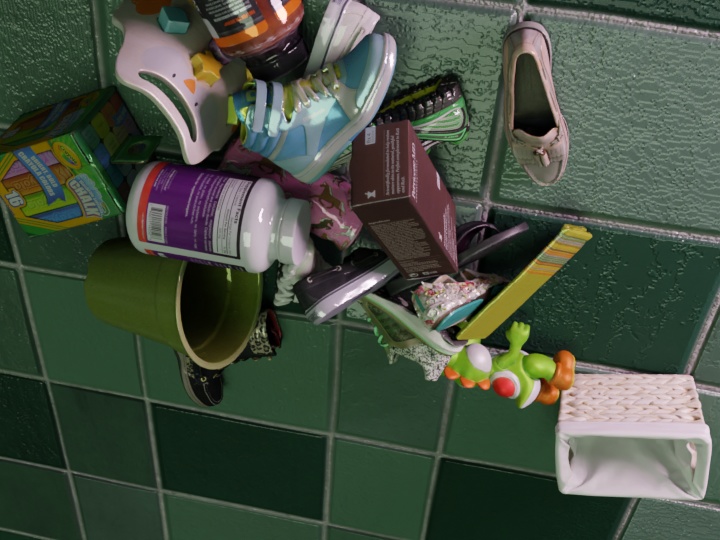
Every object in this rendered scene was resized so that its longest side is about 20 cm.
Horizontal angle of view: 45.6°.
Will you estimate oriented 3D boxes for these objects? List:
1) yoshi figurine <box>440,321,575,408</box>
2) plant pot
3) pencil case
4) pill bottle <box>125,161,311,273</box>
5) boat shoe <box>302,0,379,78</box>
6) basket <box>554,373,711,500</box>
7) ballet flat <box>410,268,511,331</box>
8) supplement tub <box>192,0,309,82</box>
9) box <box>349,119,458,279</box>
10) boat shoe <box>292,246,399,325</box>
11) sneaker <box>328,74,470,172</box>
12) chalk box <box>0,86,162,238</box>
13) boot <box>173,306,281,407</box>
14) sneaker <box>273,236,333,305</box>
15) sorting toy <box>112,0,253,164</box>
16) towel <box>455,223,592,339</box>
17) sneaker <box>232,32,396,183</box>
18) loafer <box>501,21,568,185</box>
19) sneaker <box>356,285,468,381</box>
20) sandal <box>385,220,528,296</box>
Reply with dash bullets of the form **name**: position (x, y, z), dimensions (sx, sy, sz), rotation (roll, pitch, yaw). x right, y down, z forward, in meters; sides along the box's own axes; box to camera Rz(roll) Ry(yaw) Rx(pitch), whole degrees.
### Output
- **yoshi figurine**: position (0.188, 0.119, 1.194), dimensions (0.199, 0.112, 0.113), rotation (13, 93, -13)
- **plant pot**: position (-0.264, 0.022, 1.171), dimensions (0.190, 0.200, 0.200), rotation (6, 130, 26)
- **pencil case**: position (-0.082, -0.099, 1.080), dimensions (0.200, 0.087, 0.083), rotation (26, 86, -8)
- **pill bottle**: position (-0.164, -0.060, 1.007), dimensions (0.199, 0.113, 0.113), rotation (10, 129, 9)
- **boat shoe**: position (-0.029, -0.213, 0.987), dimensions (0.070, 0.071, 0.200), rotation (22, 123, -1)
- **basket**: position (0.376, 0.229, 1.201), dimensions (0.199, 0.124, 0.136), rotation (-1, 128, 15)
- **ballet flat**: position (0.133, 0.028, 1.091), dimensions (0.064, 0.200, 0.076), rotation (49, 119, 21)
- **supplement tub**: position (-0.129, -0.304, 0.912), dimensions (0.107, 0.107, 0.200), rotation (-14, 122, 23)
- **box**: position (0.054, -0.076, 0.993), dimensions (0.075, 0.100, 0.200), rotation (-9, 154, 20)
- **boat shoe**: position (0.000, 0.000, 1.084), dimensions (0.057, 0.200, 0.069), rotation (53, 142, 8)
- **sneaker**: position (0.034, -0.152, 1.011), dimensions (0.200, 0.078, 0.085), rotation (-16, 123, 23)
- **chalk box**: position (-0.348, -0.141, 1.083), dimensions (0.200, 0.125, 0.124), rotation (-13, 124, 21)
- **boot**: position (-0.194, 0.133, 1.296), dimensions (0.153, 0.074, 0.204), rotation (-1, 129, 10)
- **sneaker**: position (-0.070, -0.001, 1.129), dimensions (0.081, 0.075, 0.200), rotation (9, 164, -5)
- **sorting toy**: position (-0.197, -0.209, 0.955), dimensions (0.107, 0.180, 0.200), rotation (-22, 120, 28)
- **towel**: position (0.203, 0.016, 1.079), dimensions (0.200, 0.086, 0.018), rotation (-47, 63, 22)
- **sneaker**: position (-0.059, -0.187, 0.911), dimensions (0.130, 0.080, 0.200), rotation (21, 126, -28)
- **loafer**: position (0.193, -0.175, 0.964), dimensions (0.072, 0.063, 0.200), rotation (-6, 126, 17)
- **sneaker**: position (0.042, 0.080, 1.145), dimensions (0.200, 0.077, 0.089), rotation (31, 105, 29)
- **sandal**: position (0.116, -0.025, 1.095), dimensions (0.200, 0.075, 0.048), rotation (-25, 85, 18)
